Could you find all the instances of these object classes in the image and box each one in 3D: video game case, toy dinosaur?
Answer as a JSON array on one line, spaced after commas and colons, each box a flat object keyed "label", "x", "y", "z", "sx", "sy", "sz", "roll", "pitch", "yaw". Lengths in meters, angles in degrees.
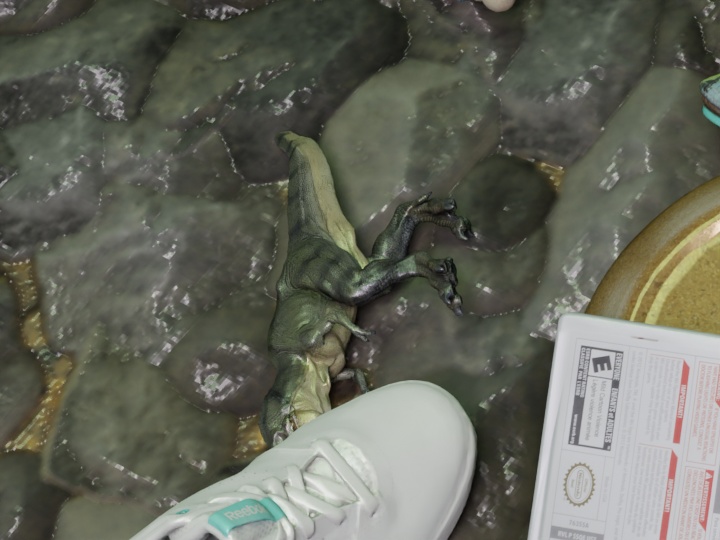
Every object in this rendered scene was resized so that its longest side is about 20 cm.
[{"label": "video game case", "x": 0.157, "y": 0.100, "z": 1.046, "sx": 0.199, "sy": 0.018, "sz": 0.144, "roll": 9, "pitch": 91, "yaw": 23}, {"label": "toy dinosaur", "x": 0.000, "y": 0.000, "z": 1.210, "sx": 0.088, "sy": 0.048, "sz": 0.201, "roll": -13, "pitch": 46, "yaw": 14}]

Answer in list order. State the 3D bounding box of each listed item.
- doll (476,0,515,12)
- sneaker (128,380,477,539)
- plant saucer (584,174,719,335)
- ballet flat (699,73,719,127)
[{"label": "doll", "x": 0.076, "y": -0.165, "z": 1.317, "sx": 0.199, "sy": 0.049, "sz": 0.137, "roll": 1, "pitch": 51, "yaw": 17}, {"label": "sneaker", "x": -0.037, "y": 0.102, "z": 1.096, "sx": 0.200, "sy": 0.089, "sz": 0.075, "roll": -35, "pitch": 68, "yaw": -15}, {"label": "plant saucer", "x": 0.168, "y": 0.039, "z": 1.097, "sx": 0.199, "sy": 0.035, "sz": 0.201, "roll": -8, "pitch": 65, "yaw": 18}, {"label": "ballet flat", "x": 0.228, "y": -0.054, "z": 1.165, "sx": 0.199, "sy": 0.074, "sz": 0.074, "roll": 30, "pitch": 65, "yaw": 27}]
